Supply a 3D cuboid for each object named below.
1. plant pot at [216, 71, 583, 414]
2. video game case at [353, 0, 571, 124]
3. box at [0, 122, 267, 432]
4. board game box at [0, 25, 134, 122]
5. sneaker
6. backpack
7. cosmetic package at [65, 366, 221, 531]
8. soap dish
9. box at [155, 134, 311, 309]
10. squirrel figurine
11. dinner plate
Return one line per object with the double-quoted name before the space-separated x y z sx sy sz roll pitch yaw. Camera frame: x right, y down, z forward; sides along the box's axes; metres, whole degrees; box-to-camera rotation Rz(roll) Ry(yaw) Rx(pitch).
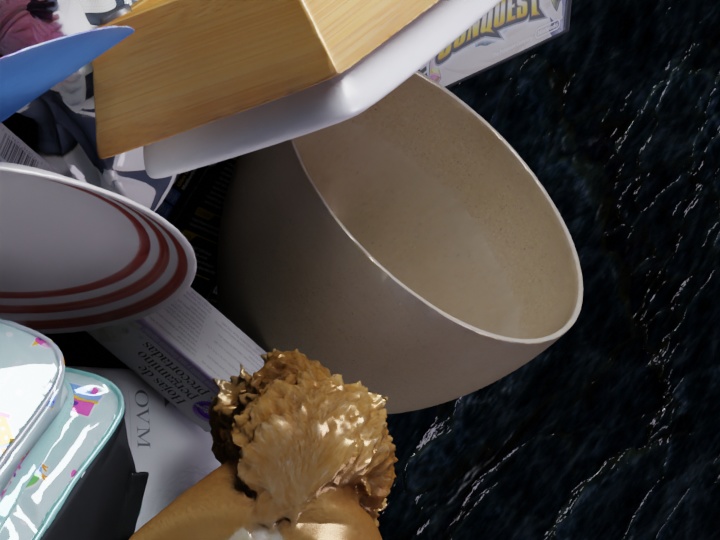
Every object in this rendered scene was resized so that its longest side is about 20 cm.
"plant pot" 0.000 0.000 1.530 0.134 0.201 0.200 -46 159 29
"video game case" 0.062 -0.195 1.625 0.200 0.025 0.182 -27 130 -45
"box" -0.128 0.005 1.441 0.200 0.039 0.042 41 47 -27
"board game box" -0.201 -0.082 1.290 0.158 0.039 0.200 -22 177 -42
"sneaker" -0.119 -0.127 1.405 0.130 0.079 0.200 -58 142 -28
"backpack" -0.224 0.098 1.346 0.176 0.199 0.154 -59 151 -30
"cosmetic package" -0.117 0.156 1.534 0.199 0.122 0.201 5 82 -48
"soap dish" -0.021 -0.128 1.352 0.200 0.157 0.082 -40 108 -46
"box" -0.066 -0.028 1.622 0.160 0.049 0.200 -60 152 4
"squirrel figurine" -0.030 0.142 1.407 0.187 0.141 0.201 43 60 -74
"dinner plate" -0.175 -0.015 1.349 0.200 0.199 0.024 50 40 -62
